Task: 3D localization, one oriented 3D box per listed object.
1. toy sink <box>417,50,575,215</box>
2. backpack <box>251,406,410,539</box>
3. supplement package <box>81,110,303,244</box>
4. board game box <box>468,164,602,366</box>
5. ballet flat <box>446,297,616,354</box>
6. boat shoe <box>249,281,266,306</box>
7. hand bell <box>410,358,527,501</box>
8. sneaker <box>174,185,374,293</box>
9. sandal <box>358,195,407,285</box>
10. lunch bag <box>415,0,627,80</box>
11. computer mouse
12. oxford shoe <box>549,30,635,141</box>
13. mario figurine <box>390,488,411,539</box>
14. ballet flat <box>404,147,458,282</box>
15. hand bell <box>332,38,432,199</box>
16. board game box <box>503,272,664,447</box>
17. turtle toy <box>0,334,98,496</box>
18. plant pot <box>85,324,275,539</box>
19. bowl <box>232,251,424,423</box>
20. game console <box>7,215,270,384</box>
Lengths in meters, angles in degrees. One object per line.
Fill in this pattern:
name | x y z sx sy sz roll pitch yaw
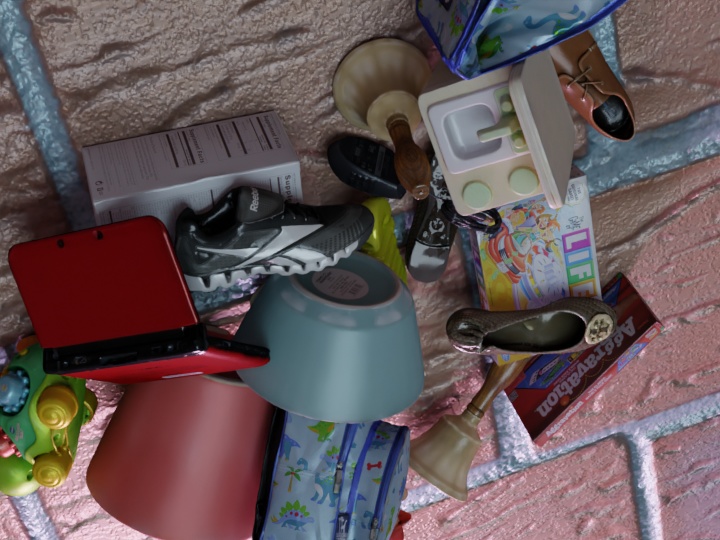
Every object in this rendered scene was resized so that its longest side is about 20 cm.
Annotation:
toy sink | 0.130 -0.139 1.369 0.111 0.200 0.131 -16 112 18
backpack | -0.023 0.204 1.499 0.146 0.183 0.202 8 93 7
supplement package | -0.161 -0.067 1.406 0.198 0.110 0.115 -12 126 -11
board game box | 0.196 -0.004 1.598 0.133 0.034 0.202 -17 117 -8
ballet flat | 0.192 0.067 1.574 0.198 0.046 0.068 -1 113 -15
boat shoe | -0.036 0.077 1.572 0.199 0.067 0.074 33 108 -33
hand bell | 0.140 0.159 1.680 0.104 0.104 0.201 33 96 -33
sneaker | -0.084 -0.041 1.338 0.198 0.067 0.091 -13 128 -7
sandal | 0.000 0.000 1.538 0.086 0.080 0.201 1 132 16
lunch bag | 0.144 -0.275 1.330 0.200 0.170 0.127 -40 117 11
computer mouse | 0.054 -0.081 1.479 0.199 0.059 0.034 26 129 -8
oxford shoe | 0.225 -0.205 1.471 0.071 0.071 0.200 -43 124 14
mario figurine | 0.015 0.232 1.662 0.105 0.124 0.201 -13 113 11
ballet flat | 0.092 -0.082 1.529 0.067 0.046 0.202 13 113 -10
hand bell | 0.038 -0.130 1.369 0.103 0.201 0.105 -5 126 -7
board game box | 0.256 0.103 1.667 0.019 0.103 0.200 34 107 -34
turtle toy | -0.335 0.153 1.489 0.100 0.146 0.201 12 119 -1
plant pot | -0.173 0.165 1.522 0.199 0.201 0.179 11 108 -25
bowl | -0.023 0.050 1.425 0.199 0.201 0.106 2 121 -20
game console | -0.208 0.034 1.359 0.199 0.120 0.172 -9 166 33
